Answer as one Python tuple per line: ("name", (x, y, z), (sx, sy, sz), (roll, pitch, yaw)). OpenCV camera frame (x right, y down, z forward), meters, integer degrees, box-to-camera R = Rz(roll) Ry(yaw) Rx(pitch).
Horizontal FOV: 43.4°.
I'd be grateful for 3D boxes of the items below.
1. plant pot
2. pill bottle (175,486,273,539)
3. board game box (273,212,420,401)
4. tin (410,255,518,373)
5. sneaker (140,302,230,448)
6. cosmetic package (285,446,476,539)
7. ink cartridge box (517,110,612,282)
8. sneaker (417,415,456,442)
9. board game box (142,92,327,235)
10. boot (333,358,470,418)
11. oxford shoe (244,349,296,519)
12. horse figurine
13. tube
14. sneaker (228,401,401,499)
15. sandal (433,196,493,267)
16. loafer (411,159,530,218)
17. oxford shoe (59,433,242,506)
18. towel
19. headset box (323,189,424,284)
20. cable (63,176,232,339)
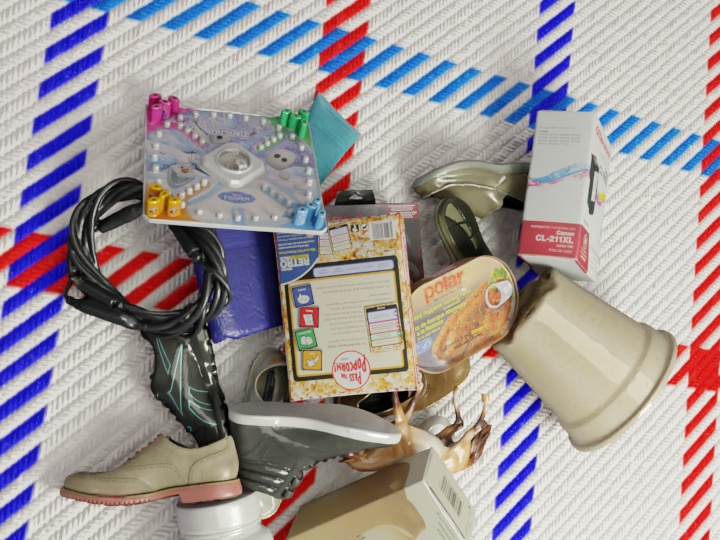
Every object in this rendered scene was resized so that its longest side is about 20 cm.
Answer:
("plant pot", (0.282, 0.105, 1.207), (0.183, 0.200, 0.201), (39, 71, -5))
("pill bottle", (-0.146, 0.354, 1.019), (0.112, 0.113, 0.202), (-9, 89, -25))
("board game box", (-0.015, 0.042, 1.045), (0.150, 0.046, 0.202), (-5, 88, 7))
("tin", (0.116, 0.052, 1.128), (0.199, 0.042, 0.113), (-24, 107, -33))
("sneaker", (-0.197, 0.142, 1.048), (0.078, 0.075, 0.202), (-14, 88, -7))
("cosmetic package", (0.024, 0.299, 1.058), (0.106, 0.199, 0.071), (55, 24, -10))
("ink cartridge box", (0.281, -0.099, 1.231), (0.146, 0.082, 0.202), (27, 71, -63))
("sneaker", (0.095, 0.286, 1.143), (0.074, 0.099, 0.202), (16, 78, -21))
("board game box", (-0.143, -0.125, 1.025), (0.198, 0.026, 0.201), (3, 46, -16))
("boot", (0.069, 0.150, 1.156), (0.198, 0.075, 0.074), (-18, 91, -26))
("oxford shoe", (-0.111, 0.195, 1.080), (0.075, 0.058, 0.202), (10, 83, -25))
("horse figurine", (0.083, 0.198, 1.102), (0.199, 0.050, 0.134), (21, 82, -25))
("tube", (-0.062, -0.138, 1.118), (0.077, 0.050, 0.201), (45, 48, -19))
("sneaker", (-0.055, 0.209, 1.036), (0.198, 0.071, 0.100), (5, 101, -7))
("sandal", (0.139, -0.005, 1.209), (0.080, 0.057, 0.202), (-39, 114, -44))
("loafer", (0.162, -0.107, 1.220), (0.198, 0.075, 0.070), (-5, 83, -25))
("oxford shoe", (-0.231, 0.219, 0.999), (0.198, 0.070, 0.076), (-3, 82, -3))
("towel", (-0.144, -0.024, 1.072), (0.147, 0.049, 0.202), (-13, 89, -46))
("headset box", (0.000, 0.000, 1.137), (0.147, 0.077, 0.202), (-3, 88, -24))
("cable", (-0.229, -0.012, 1.001), (0.198, 0.051, 0.165), (17, 89, 10))
